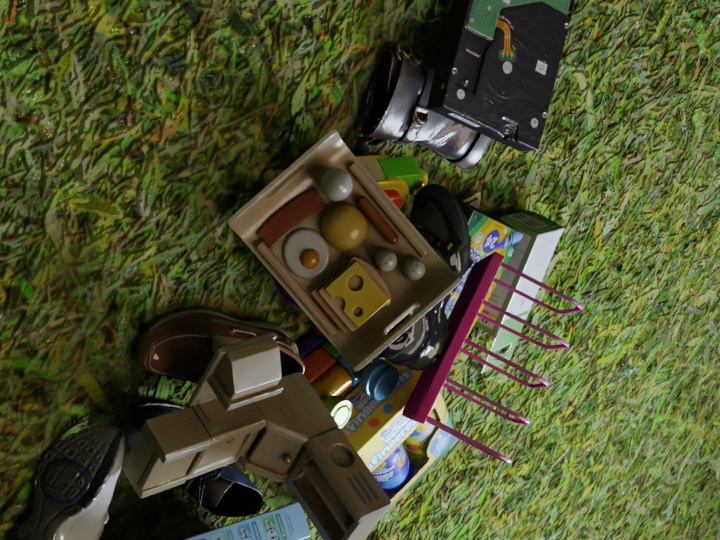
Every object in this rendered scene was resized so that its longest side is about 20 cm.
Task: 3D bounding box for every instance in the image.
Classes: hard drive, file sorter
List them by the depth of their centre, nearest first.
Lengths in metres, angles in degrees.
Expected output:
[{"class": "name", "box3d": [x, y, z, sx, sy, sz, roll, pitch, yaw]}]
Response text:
[{"class": "hard drive", "box3d": [0.155, -0.245, 1.264, 0.139, 0.038, 0.202, 18, 83, -32]}, {"class": "file sorter", "box3d": [0.150, 0.102, 1.327, 0.201, 0.125, 0.139, -63, -179, -6]}]

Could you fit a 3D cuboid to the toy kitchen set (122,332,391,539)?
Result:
[{"class": "toy kitchen set", "box3d": [-0.086, 0.182, 1.142, 0.199, 0.181, 0.164, -14, 147, -42]}]

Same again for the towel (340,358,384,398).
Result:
[{"class": "towel", "box3d": [0.021, 0.188, 1.517, 0.147, 0.030, 0.200, -58, 144, 2]}]

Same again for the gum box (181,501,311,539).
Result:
[{"class": "gum box", "box3d": [-0.181, 0.315, 1.287, 0.199, 0.045, 0.169, -10, 165, -45]}]

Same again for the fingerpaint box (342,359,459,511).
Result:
[{"class": "fingerpaint box", "box3d": [0.019, 0.221, 1.457, 0.200, 0.073, 0.167, -42, 143, -15]}]

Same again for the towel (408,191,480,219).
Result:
[{"class": "towel", "box3d": [0.092, 0.005, 1.469, 0.143, 0.023, 0.202, -23, 132, -38]}]

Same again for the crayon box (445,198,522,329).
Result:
[{"class": "crayon box", "box3d": [0.106, 0.020, 1.435, 0.125, 0.051, 0.201, 18, 103, -52]}]

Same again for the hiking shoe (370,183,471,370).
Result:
[{"class": "hiking shoe", "box3d": [0.056, 0.004, 1.245, 0.100, 0.075, 0.202, 11, 87, -48]}]

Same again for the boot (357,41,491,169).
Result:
[{"class": "boot", "box3d": [0.091, -0.210, 1.279, 0.173, 0.069, 0.202, 17, 96, -44]}]

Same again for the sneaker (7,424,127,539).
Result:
[{"class": "sneaker", "box3d": [-0.288, 0.238, 1.185, 0.201, 0.074, 0.087, -58, 156, 12]}]

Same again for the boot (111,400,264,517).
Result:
[{"class": "boot", "box3d": [-0.176, 0.201, 1.246, 0.075, 0.097, 0.200, -55, 144, -2]}]

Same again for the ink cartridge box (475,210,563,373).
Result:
[{"class": "ink cartridge box", "box3d": [0.190, 0.026, 1.545, 0.104, 0.059, 0.202, -14, 128, -61]}]

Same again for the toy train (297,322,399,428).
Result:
[{"class": "toy train", "box3d": [-0.059, 0.143, 1.321, 0.200, 0.115, 0.085, -38, 139, -24]}]

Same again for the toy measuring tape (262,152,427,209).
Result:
[{"class": "toy measuring tape", "box3d": [-0.017, -0.086, 1.254, 0.198, 0.074, 0.074, -7, 123, -28]}]

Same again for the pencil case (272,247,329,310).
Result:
[{"class": "pencil case", "box3d": [0.000, 0.000, 1.302, 0.199, 0.085, 0.093, 6, 75, -48]}]

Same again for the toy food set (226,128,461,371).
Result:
[{"class": "toy food set", "box3d": [-0.016, -0.019, 1.172, 0.143, 0.200, 0.060, -41, -175, -2]}]

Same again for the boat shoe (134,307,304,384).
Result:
[{"class": "boat shoe", "box3d": [-0.138, 0.087, 1.222, 0.199, 0.072, 0.076, 2, 114, -43]}]
